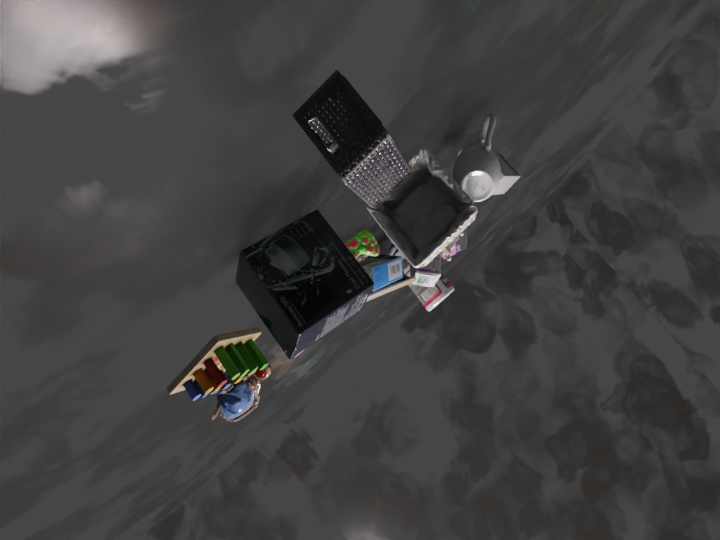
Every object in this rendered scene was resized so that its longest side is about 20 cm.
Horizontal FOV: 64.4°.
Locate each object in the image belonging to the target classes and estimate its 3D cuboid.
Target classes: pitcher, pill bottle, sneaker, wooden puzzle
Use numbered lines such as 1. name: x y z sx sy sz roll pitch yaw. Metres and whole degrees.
1. pitcher: 0.295 -0.280 1.415 0.203 0.117 0.175 -76 -177 -52
2. pill bottle: 0.190 0.012 1.759 0.109 0.202 0.111 -36 172 -6
3. sneaker: -0.022 -0.047 1.460 0.083 0.079 0.197 -28 175 41
4. wooden puzzle: 0.040 0.027 1.656 0.180 0.048 0.198 -21 -163 -23

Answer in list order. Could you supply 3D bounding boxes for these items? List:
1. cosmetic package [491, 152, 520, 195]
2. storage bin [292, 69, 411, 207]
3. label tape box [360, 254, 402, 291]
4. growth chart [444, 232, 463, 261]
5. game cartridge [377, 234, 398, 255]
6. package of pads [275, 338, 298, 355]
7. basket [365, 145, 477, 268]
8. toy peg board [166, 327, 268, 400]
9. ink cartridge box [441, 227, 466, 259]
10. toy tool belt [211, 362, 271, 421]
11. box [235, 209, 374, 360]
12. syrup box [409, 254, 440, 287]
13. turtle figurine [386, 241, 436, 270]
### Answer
1. cosmetic package: 0.410 -0.298 1.761 0.085 0.109 0.198 -45 167 26
2. storage bin: -0.006 -0.193 0.874 0.093 0.137 0.200 -39 167 7
3. label tape box: 0.000 0.000 1.571 0.195 0.069 0.141 7 -161 38
4. growth chart: 0.244 -0.131 1.576 0.017 0.149 0.200 -12 -162 27
5. game cartridge: 0.095 -0.074 1.743 0.132 0.041 0.200 -38 167 3
6. package of pads: -0.159 0.175 1.733 0.198 0.076 0.121 -39 169 -6
7. basket: 0.151 -0.139 1.348 0.197 0.202 0.160 -42 168 11
8. toy peg board: -0.342 0.255 1.431 0.199 0.099 0.199 -45 165 16
9. ink cartridge box: 0.291 -0.142 1.821 0.092 0.037 0.205 -23 125 -16
10. toy tool belt: -0.350 0.357 1.677 0.200 0.125 0.123 -44 174 14
11. box: -0.112 0.024 1.127 0.194 0.202 0.125 -32 164 -30
12. syrup box: 0.191 -0.064 1.683 0.078 0.207 0.079 7 155 -5
13. turtle figurine: 0.159 -0.116 1.574 0.140 0.208 0.192 -7 -169 33
